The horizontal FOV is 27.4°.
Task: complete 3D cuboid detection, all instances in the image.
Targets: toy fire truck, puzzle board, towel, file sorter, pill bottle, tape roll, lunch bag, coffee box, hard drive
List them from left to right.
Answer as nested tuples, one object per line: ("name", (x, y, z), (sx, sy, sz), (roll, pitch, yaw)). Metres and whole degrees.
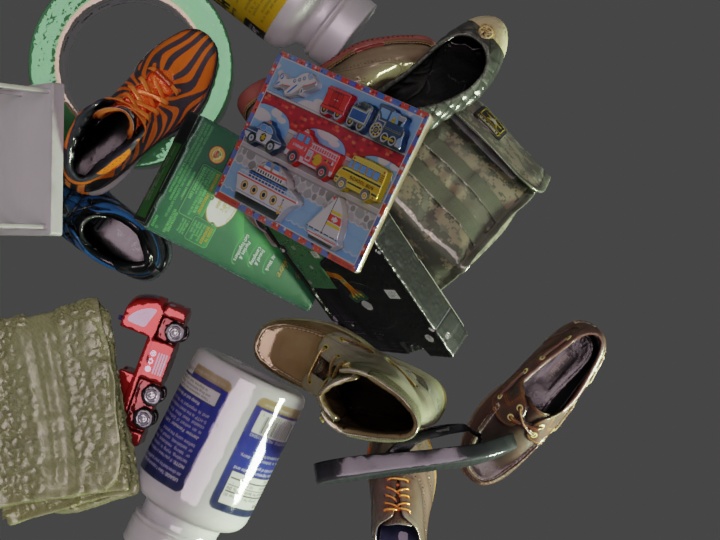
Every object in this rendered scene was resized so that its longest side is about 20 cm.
("file sorter", (-0.383, -0.104, 1.373), (0.124, 0.200, 0.139), (1, 90, -45))
("towel", (-0.296, 0.135, 1.422), (0.148, 0.036, 0.200), (-12, 83, 3))
("toy fire truck", (-0.263, 0.108, 1.469), (0.141, 0.049, 0.200), (20, 89, -1))
("tape roll", (-0.226, -0.201, 1.468), (0.200, 0.048, 0.201), (0, 91, -2))
("pill bottle", (-0.148, 0.187, 1.439), (0.120, 0.120, 0.200), (27, 89, -2))
("coffee box", (-0.107, -0.055, 1.437), (0.200, 0.044, 0.123), (27, 90, -29))
("pill bottle", (-0.086, -0.288, 1.441), (0.200, 0.111, 0.111), (38, 89, -2))
("puzzle board", (-0.040, -0.102, 1.321), (0.200, 0.017, 0.151), (28, 94, 40))
("hard drive", (0.000, 0.000, 1.399), (0.200, 0.140, 0.038), (54, 56, -31))
("lunch bag", (0.081, -0.096, 1.437), (0.164, 0.118, 0.200), (45, 58, -1))

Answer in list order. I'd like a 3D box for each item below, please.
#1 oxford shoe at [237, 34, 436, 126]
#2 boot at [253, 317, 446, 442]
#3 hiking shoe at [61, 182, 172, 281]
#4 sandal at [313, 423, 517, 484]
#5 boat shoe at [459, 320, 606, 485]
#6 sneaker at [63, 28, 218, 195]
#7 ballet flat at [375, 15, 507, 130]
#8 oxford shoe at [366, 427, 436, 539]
("oxford shoe", (-0.013, -0.164, 1.416), (0.200, 0.070, 0.075), (-22, 63, 0))
("boot", (-0.024, 0.102, 1.387), (0.200, 0.155, 0.072), (22, 97, 10))
("hiking shoe", (-0.273, -0.061, 1.447), (0.200, 0.087, 0.074), (30, 89, -2))
("sandal", (0.054, 0.171, 1.417), (0.200, 0.076, 0.043), (-6, 77, -10))
("boat shoe", (0.171, 0.132, 1.477), (0.070, 0.070, 0.200), (37, 90, -6))
("sneaker", (-0.203, -0.151, 1.386), (0.078, 0.112, 0.200), (39, 82, -4))
("ballet flat", (0.074, -0.176, 1.368), (0.066, 0.057, 0.200), (39, 62, 12))
("oxford shoe", (0.042, 0.227, 1.466), (0.071, 0.073, 0.200), (-1, 82, -1))
